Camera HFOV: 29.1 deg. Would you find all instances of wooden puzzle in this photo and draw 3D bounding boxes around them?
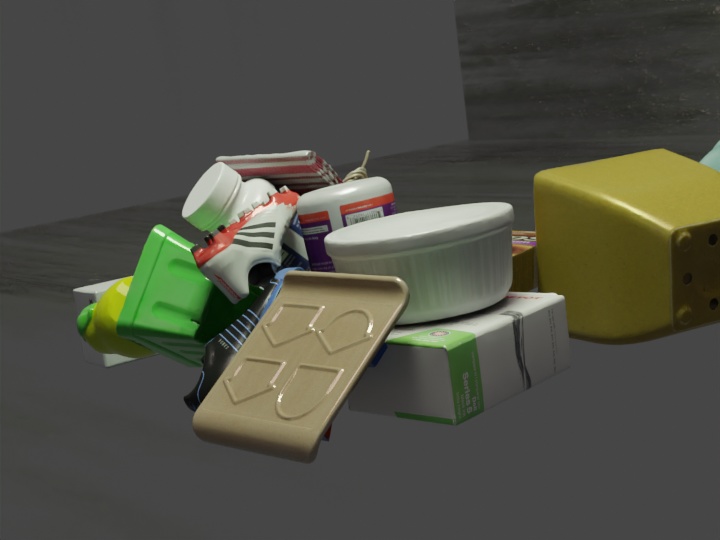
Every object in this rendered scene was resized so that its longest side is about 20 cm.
[{"bbox_3d":[-0.053,0.095,1.350,0.185,0.046,0.200,3,55,47],"label":"wooden puzzle"}]

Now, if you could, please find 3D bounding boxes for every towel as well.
[{"bbox_3d":[-0.071,-0.095,1.730,0.146,0.030,0.200,-1,-28,34],"label":"towel"}]

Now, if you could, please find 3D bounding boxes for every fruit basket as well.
[{"bbox_3d":[-0.231,0.040,1.633,0.215,0.156,0.216,19,-9,3],"label":"fruit basket"}]

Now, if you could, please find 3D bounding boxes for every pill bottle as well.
[{"bbox_3d":[0.000,0.000,1.581,0.112,0.201,0.112,-12,6,1],"label":"pill bottle"},{"bbox_3d":[-0.114,-0.042,1.686,0.200,0.111,0.111,36,-7,-22],"label":"pill bottle"}]

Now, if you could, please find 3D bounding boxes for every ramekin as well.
[{"bbox_3d":[0.067,-0.007,1.443,0.202,0.095,0.202,-10,8,1],"label":"ramekin"}]

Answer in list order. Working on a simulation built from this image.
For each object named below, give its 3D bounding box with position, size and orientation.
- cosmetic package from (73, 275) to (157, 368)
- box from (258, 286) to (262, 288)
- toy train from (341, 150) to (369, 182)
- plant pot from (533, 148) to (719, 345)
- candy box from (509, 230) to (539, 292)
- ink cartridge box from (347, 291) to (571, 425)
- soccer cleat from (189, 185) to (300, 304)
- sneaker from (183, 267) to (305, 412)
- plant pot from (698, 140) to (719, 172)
[{"bbox_3d":[-0.266,0.054,1.821,0.200,0.102,0.071,-13,11,-34],"label":"cosmetic package"},{"bbox_3d":[-0.097,0.044,1.937,0.200,0.038,0.136,-14,12,-33],"label":"box"},{"bbox_3d":[-0.042,-0.069,1.883,0.084,0.200,0.116,27,13,-2],"label":"toy train"},{"bbox_3d":[0.332,-0.017,1.561,0.195,0.195,0.200,-11,16,-24],"label":"plant pot"},{"bbox_3d":[0.156,-0.009,1.643,0.116,0.057,0.200,4,9,25],"label":"candy box"},{"bbox_3d":[0.100,0.084,1.420,0.145,0.084,0.200,2,14,44],"label":"ink cartridge box"},{"bbox_3d":[-0.114,-0.029,1.552,0.069,0.085,0.200,-33,5,33],"label":"soccer cleat"},{"bbox_3d":[-0.121,0.073,1.481,0.078,0.070,0.200,2,46,29],"label":"sneaker"},{"bbox_3d":[0.463,-0.050,1.696,0.134,0.201,0.200,-37,19,-17],"label":"plant pot"}]
